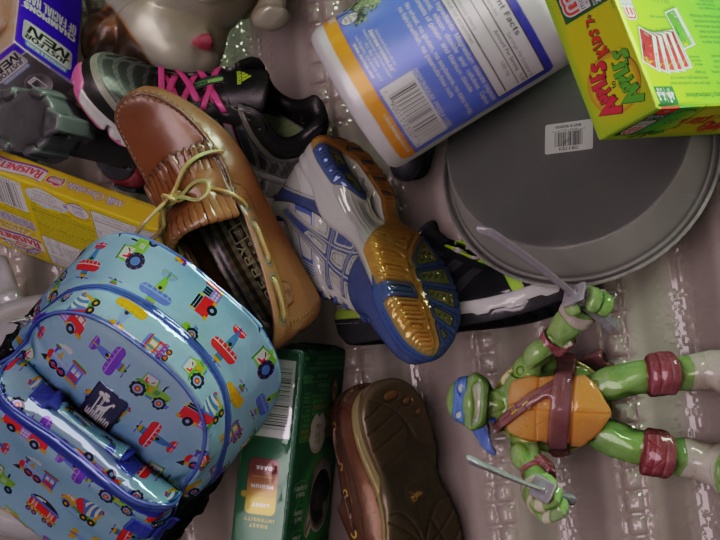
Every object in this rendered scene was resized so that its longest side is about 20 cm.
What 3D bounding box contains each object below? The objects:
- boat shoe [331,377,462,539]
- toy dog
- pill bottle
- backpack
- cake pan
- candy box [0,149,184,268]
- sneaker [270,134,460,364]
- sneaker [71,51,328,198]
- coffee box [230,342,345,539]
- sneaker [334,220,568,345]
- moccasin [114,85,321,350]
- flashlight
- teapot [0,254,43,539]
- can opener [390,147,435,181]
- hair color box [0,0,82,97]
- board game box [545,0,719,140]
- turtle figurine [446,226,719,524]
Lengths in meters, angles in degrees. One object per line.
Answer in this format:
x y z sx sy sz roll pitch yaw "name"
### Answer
0.023 0.178 1.223 0.068 0.072 0.200 -11 91 54 "boat shoe"
-0.138 -0.230 1.269 0.194 0.139 0.200 18 94 32 "toy dog"
0.077 -0.165 1.140 0.200 0.112 0.112 -32 76 6 "pill bottle"
-0.157 0.084 1.121 0.183 0.135 0.200 41 133 -1 "backpack"
0.146 -0.086 1.162 0.200 0.037 0.201 -9 64 19 "cake pan"
-0.225 -0.036 1.315 0.200 0.102 0.026 20 58 21 "candy box"
0.000 0.000 1.184 0.088 0.075 0.200 -49 48 26 "sneaker"
-0.107 -0.121 1.214 0.087 0.200 0.074 -47 35 37 "sneaker"
-0.054 0.153 1.218 0.044 0.123 0.200 5 90 14 "coffee box"
0.064 0.002 1.207 0.200 0.072 0.083 -9 82 21 "sneaker"
-0.105 -0.034 1.147 0.074 0.078 0.202 -26 93 27 "moccasin"
-0.202 -0.098 1.251 0.068 0.200 0.068 -43 72 15 "flashlight"
-0.239 0.113 1.291 0.197 0.146 0.200 27 76 -4 "teapot"
0.055 -0.162 1.224 0.079 0.063 0.200 17 93 21 "can opener"
-0.271 -0.196 1.298 0.109 0.065 0.200 -32 43 27 "hair color box"
0.207 -0.141 1.086 0.048 0.200 0.102 -28 77 40 "board game box"
0.156 0.090 1.112 0.194 0.200 0.144 4 55 0 "turtle figurine"
